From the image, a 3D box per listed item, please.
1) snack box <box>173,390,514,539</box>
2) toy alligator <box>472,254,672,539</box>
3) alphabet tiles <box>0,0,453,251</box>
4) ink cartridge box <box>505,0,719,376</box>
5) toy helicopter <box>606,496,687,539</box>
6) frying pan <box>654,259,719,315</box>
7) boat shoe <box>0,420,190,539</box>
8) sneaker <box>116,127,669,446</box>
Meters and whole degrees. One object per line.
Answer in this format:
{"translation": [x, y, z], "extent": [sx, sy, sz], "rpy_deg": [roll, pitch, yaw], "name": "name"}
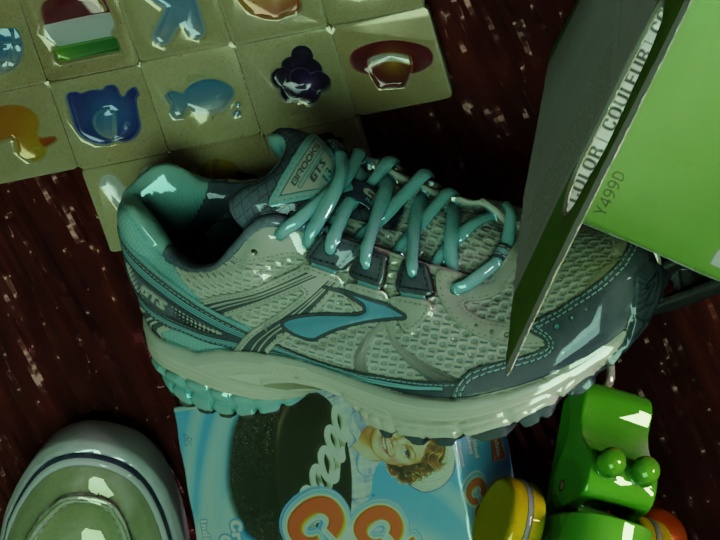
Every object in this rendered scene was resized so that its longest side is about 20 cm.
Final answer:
{"translation": [0.007, 0.135, 0.915], "extent": [0.116, 0.037, 0.201], "rpy_deg": [-10, 91, 35], "name": "snack box"}
{"translation": [0.074, 0.080, 0.853], "extent": [0.059, 0.054, 0.201], "rpy_deg": [17, 82, -20], "name": "toy alligator"}
{"translation": [-0.066, -0.101, 0.878], "extent": [0.165, 0.006, 0.201], "rpy_deg": [-10, 117, 14], "name": "alphabet tiles"}
{"translation": [0.106, -0.062, 0.759], "extent": [0.075, 0.200, 0.148], "rpy_deg": [22, 121, -4], "name": "ink cartridge box"}
{"translation": [0.110, 0.142, 0.910], "extent": [0.199, 0.079, 0.133], "rpy_deg": [18, 107, 38], "name": "toy helicopter"}
{"translation": [0.156, -0.034, 0.849], "extent": [0.189, 0.031, 0.116], "rpy_deg": [7, 85, 40], "name": "frying pan"}
{"translation": [-0.106, 0.150, 0.992], "extent": [0.072, 0.062, 0.201], "rpy_deg": [11, 119, 2], "name": "boat shoe"}
{"translation": [0.000, 0.000, 0.849], "extent": [0.199, 0.078, 0.087], "rpy_deg": [-3, 126, 35], "name": "sneaker"}
